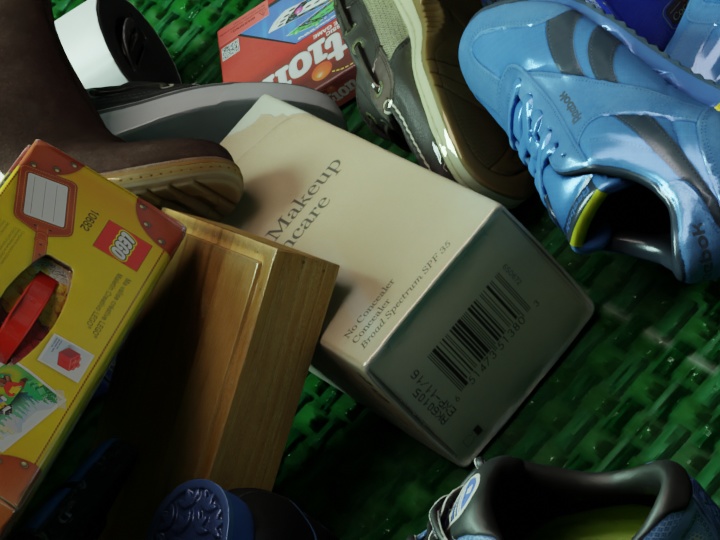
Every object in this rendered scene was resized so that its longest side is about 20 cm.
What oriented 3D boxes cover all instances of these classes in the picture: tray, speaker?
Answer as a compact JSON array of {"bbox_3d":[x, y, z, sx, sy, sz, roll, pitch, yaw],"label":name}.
[{"bbox_3d":[-0.077,0.080,1.118,0.099,0.037,0.200,20,93,55],"label":"tray"},{"bbox_3d":[-0.195,-0.070,1.433,0.200,0.081,0.081,-30,36,18],"label":"speaker"}]

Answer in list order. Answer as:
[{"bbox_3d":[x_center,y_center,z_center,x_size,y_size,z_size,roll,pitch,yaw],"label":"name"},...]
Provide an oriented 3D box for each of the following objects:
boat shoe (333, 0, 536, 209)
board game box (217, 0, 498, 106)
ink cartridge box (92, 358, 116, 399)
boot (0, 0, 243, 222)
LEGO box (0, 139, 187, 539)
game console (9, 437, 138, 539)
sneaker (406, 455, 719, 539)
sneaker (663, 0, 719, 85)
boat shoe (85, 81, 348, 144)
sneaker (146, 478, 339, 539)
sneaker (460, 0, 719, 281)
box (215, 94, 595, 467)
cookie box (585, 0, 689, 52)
[{"bbox_3d":[0.033,-0.084,1.239,0.065,0.073,0.200,-47,33,26],"label":"boat shoe"},{"bbox_3d":[0.014,-0.139,1.352,0.200,0.019,0.103,-31,37,17],"label":"board game box"},{"bbox_3d":[-0.196,0.022,1.339,0.200,0.076,0.136,-29,38,22],"label":"ink cartridge box"},{"bbox_3d":[-0.149,-0.084,1.211,0.200,0.072,0.166,-10,64,18],"label":"boot"},{"bbox_3d":[-0.160,0.064,1.062,0.149,0.077,0.200,-57,4,35],"label":"LEGO box"},{"bbox_3d":[-0.116,0.195,1.029,0.200,0.118,0.171,-59,-3,24],"label":"game console"},{"bbox_3d":[0.039,0.106,0.970,0.200,0.089,0.079,-15,40,13],"label":"sneaker"},{"bbox_3d":[0.177,-0.146,1.146,0.200,0.078,0.066,-52,37,-10],"label":"sneaker"},{"bbox_3d":[-0.107,-0.066,1.290,0.200,0.069,0.057,-9,43,-7],"label":"boat shoe"},{"bbox_3d":[-0.057,0.185,1.042,0.070,0.078,0.200,8,80,47],"label":"sneaker"},{"bbox_3d":[0.093,-0.055,1.096,0.078,0.066,0.200,-30,42,-23],"label":"sneaker"},{"bbox_3d":[0.000,0.000,1.164,0.095,0.078,0.200,-51,35,-9],"label":"box"},{"bbox_3d":[0.112,-0.225,1.184,0.171,0.200,0.075,-49,35,-10],"label":"cookie box"}]
